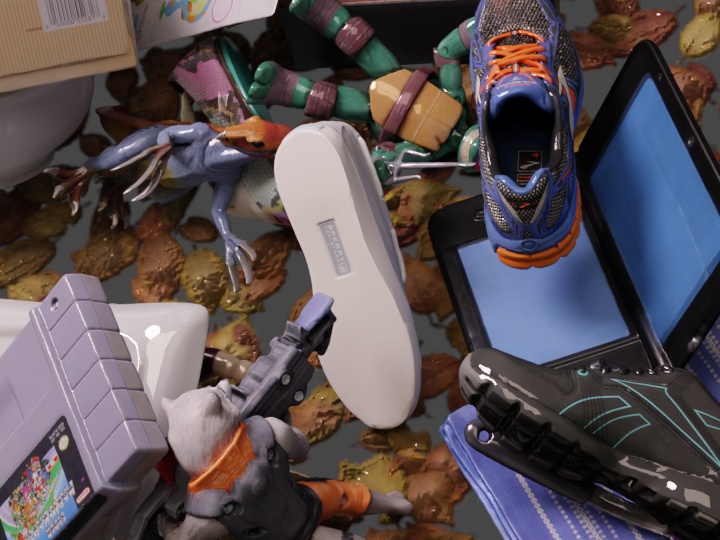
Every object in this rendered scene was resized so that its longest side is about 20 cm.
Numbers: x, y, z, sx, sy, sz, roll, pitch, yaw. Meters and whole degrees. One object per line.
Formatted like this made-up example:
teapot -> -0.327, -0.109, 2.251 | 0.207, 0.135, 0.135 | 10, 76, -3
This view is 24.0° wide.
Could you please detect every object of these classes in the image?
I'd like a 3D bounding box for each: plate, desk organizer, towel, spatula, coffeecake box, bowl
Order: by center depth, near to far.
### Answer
spatula -> 0.152, 0.140, 1.011 | 0.199, 0.021, 0.057 | 25, 76, 11
towel -> 0.165, 0.103, 1.054 | 0.199, 0.024, 0.145 | -28, 60, -5
plate -> -0.203, 0.111, 1.084 | 0.198, 0.032, 0.201 | 1, 73, 25
coffeecake box -> -0.239, -0.192, 1.173 | 0.153, 0.073, 0.200 | -12, 27, -5
bowl -> -0.276, -0.115, 1.212 | 0.200, 0.091, 0.201 | -6, 27, 3
desk organizer -> 0.046, -0.201, 1.226 | 0.199, 0.072, 0.077 | -1, 58, 12

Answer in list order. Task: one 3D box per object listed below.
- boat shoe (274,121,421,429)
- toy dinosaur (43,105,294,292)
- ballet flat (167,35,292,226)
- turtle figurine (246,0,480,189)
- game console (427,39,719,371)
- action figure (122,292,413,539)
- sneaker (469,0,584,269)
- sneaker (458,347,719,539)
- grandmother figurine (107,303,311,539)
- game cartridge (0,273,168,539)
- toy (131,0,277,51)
boat shoe -> 0.000, 0.000, 1.095 | 0.072, 0.068, 0.201 | -19, 95, 32
toy dinosaur -> -0.122, -0.087, 1.142 | 0.181, 0.105, 0.201 | -24, 54, 25
ballet flat -> -0.083, -0.084, 1.196 | 0.071, 0.069, 0.200 | -39, 55, 10
turtle figurine -> 0.032, -0.114, 1.158 | 0.199, 0.101, 0.150 | 27, 72, 5
game console -> 0.136, -0.021, 1.060 | 0.175, 0.117, 0.201 | -18, 48, 2
action figure -> -0.036, 0.117, 0.991 | 0.104, 0.193, 0.201 | 14, 68, 52
sneaker -> 0.104, -0.104, 1.052 | 0.075, 0.079, 0.201 | -9, 61, 7
sneaker -> 0.152, 0.090, 0.984 | 0.199, 0.075, 0.080 | 28, 70, 2
grandmother figurine -> -0.125, 0.095, 1.105 | 0.121, 0.061, 0.200 | -30, 55, -21
game cartridge -> -0.196, 0.113, 1.000 | 0.200, 0.038, 0.130 | -47, 52, 31
toy -> -0.102, -0.215, 1.237 | 0.199, 0.047, 0.116 | -3, 70, 45
